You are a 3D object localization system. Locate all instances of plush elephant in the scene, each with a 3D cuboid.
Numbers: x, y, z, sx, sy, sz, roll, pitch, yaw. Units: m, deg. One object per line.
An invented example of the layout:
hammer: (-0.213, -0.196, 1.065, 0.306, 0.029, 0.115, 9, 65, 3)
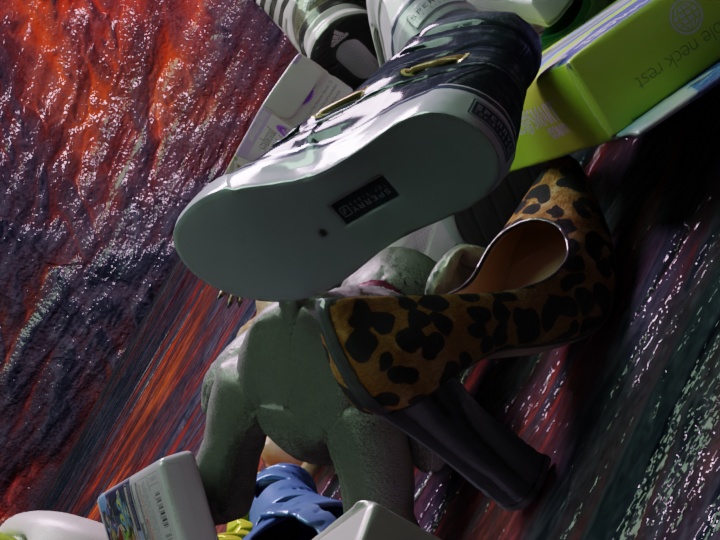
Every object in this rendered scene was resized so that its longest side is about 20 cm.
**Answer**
plush elephant: (0.005, 0.050, 0.968, 0.163, 0.154, 0.202, 4, 98, 37)

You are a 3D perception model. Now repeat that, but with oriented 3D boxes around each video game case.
video game case: (-0.091, 0.207, 0.970, 0.182, 0.023, 0.202, 145, 108, -68)

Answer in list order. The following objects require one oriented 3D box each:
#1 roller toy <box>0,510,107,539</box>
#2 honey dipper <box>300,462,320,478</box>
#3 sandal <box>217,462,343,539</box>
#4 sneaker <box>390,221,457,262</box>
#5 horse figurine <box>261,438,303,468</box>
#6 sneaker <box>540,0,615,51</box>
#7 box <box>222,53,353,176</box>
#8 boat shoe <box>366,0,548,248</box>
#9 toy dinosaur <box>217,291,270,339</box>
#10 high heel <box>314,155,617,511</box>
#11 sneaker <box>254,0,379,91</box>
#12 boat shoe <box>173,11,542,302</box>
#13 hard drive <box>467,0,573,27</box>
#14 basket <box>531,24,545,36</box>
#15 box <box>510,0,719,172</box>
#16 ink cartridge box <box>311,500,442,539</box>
roller toy: (-0.184, 0.262, 1.194, 0.183, 0.198, 0.141, 70, -141, -55)
honey dipper: (-0.034, 0.136, 1.208, 0.201, 0.038, 0.038, -59, 10, 33)
sandal: (-0.039, 0.164, 1.084, 0.086, 0.080, 0.200, -21, 10, 8)
sneaker: (0.000, 0.000, 1.091, 0.074, 0.114, 0.202, 64, -138, -73)
horse figurine: (-0.042, 0.089, 1.272, 0.200, 0.049, 0.133, 117, 172, -54)
sneaker: (0.150, -0.184, 1.008, 0.201, 0.083, 0.074, -62, 10, -10)
box: (-0.048, -0.078, 1.078, 0.042, 0.039, 0.200, -57, 4, -14)
boat shoe: (0.054, -0.091, 1.002, 0.073, 0.201, 0.067, -32, 50, -13)
toy dinosaur: (-0.056, 0.007, 1.203, 0.101, 0.058, 0.202, 129, 148, -58)
high heel: (0.051, -0.007, 0.836, 0.071, 0.142, 0.201, -20, 42, 42)
sneaker: (-0.001, -0.145, 1.169, 0.075, 0.201, 0.116, -36, 58, 4)
boat shoe: (0.001, -0.052, 0.847, 0.199, 0.071, 0.091, -21, 28, 37)
hard drive: (0.076, -0.210, 1.024, 0.132, 0.027, 0.199, -52, 38, -11)
basket: (0.103, -0.229, 1.139, 0.135, 0.123, 0.201, 0, 54, 41)
box: (0.133, -0.104, 0.869, 0.121, 0.048, 0.200, -35, 6, -11)
ink cartridge box: (-0.020, 0.219, 0.766, 0.146, 0.084, 0.201, -45, 18, 58)
